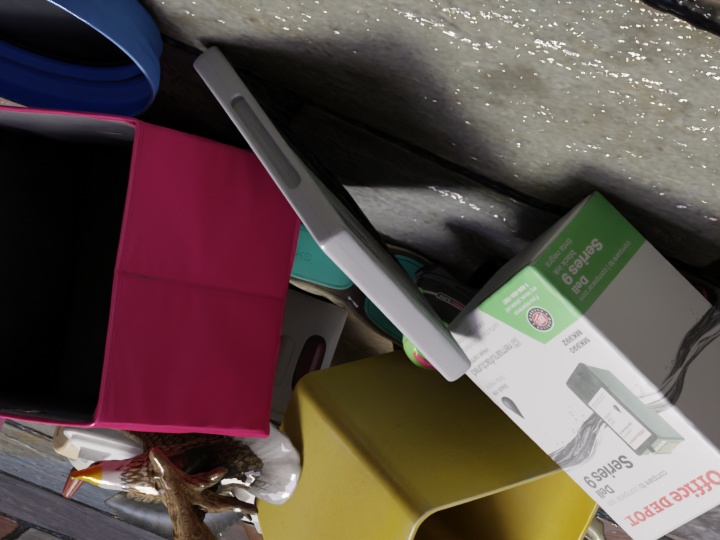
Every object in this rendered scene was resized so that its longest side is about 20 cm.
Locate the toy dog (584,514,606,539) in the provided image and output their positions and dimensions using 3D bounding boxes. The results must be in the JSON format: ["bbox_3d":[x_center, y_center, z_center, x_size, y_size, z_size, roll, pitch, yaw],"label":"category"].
[{"bbox_3d":[0.102,0.158,1.788,0.193,0.140,0.200,7,179,-23],"label":"toy dog"}]

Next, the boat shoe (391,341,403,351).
[{"bbox_3d":[0.111,0.075,1.662,0.200,0.072,0.066,17,167,22],"label":"boat shoe"}]

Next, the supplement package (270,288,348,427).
[{"bbox_3d":[-0.128,0.066,1.815,0.199,0.111,0.156,20,162,-3],"label":"supplement package"}]

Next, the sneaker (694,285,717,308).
[{"bbox_3d":[0.200,0.057,1.535,0.086,0.081,0.200,20,150,16],"label":"sneaker"}]

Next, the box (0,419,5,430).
[{"bbox_3d":[-0.386,0.088,2.039,0.096,0.176,0.200,17,161,8],"label":"box"}]

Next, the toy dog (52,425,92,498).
[{"bbox_3d":[-0.238,0.128,1.950,0.132,0.200,0.096,38,115,-10],"label":"toy dog"}]

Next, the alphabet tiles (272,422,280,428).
[{"bbox_3d":[-0.115,0.137,1.819,0.167,0.008,0.200,29,160,-27],"label":"alphabet tiles"}]

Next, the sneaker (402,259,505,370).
[{"bbox_3d":[0.111,0.035,1.555,0.077,0.084,0.200,-15,160,40],"label":"sneaker"}]

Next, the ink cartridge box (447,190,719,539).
[{"bbox_3d":[0.169,0.067,1.416,0.200,0.084,0.146,44,147,-1],"label":"ink cartridge box"}]

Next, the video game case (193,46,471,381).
[{"bbox_3d":[-0.017,-0.034,1.387,0.182,0.023,0.200,55,-174,37],"label":"video game case"}]

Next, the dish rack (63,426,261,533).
[{"bbox_3d":[-0.139,0.165,1.767,0.199,0.044,0.172,11,160,22],"label":"dish rack"}]

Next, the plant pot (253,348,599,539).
[{"bbox_3d":[0.037,0.167,1.597,0.199,0.200,0.176,-12,-135,-38],"label":"plant pot"}]

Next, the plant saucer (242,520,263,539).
[{"bbox_3d":[-0.006,0.247,1.879,0.199,0.035,0.200,10,174,1],"label":"plant saucer"}]

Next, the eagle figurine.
[{"bbox_3d":[-0.143,0.143,1.616,0.151,0.152,0.200,31,-176,-14],"label":"eagle figurine"}]

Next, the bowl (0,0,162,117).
[{"bbox_3d":[-0.217,-0.159,1.377,0.200,0.040,0.201,18,162,6],"label":"bowl"}]

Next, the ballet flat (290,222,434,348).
[{"bbox_3d":[0.000,0.000,1.606,0.200,0.068,0.062,29,-172,-17],"label":"ballet flat"}]

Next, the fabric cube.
[{"bbox_3d":[-0.179,0.002,1.462,0.196,0.201,0.199,7,178,31],"label":"fabric cube"}]
